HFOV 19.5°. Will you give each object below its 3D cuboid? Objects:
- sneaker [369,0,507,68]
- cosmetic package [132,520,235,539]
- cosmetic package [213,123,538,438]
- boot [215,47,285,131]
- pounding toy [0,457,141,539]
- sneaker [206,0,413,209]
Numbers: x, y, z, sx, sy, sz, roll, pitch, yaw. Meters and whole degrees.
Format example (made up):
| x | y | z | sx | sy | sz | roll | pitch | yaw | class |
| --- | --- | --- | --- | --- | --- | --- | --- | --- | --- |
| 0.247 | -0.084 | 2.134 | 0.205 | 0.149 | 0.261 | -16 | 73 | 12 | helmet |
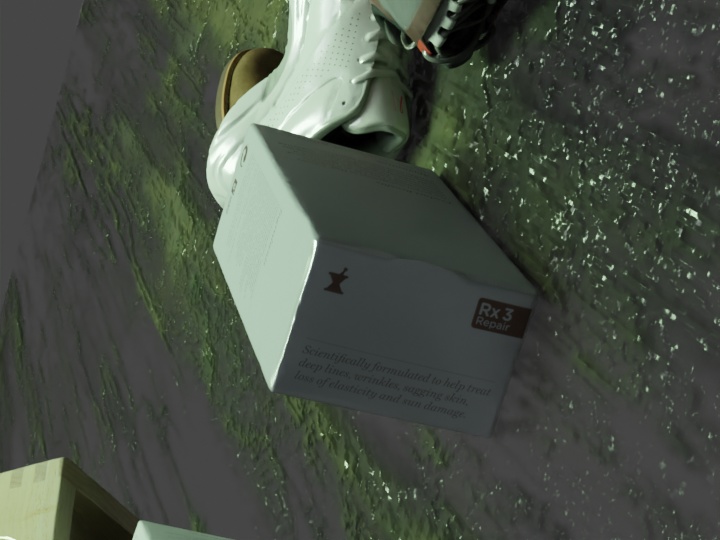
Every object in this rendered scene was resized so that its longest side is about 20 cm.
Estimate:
| x | y | z | sx | sy | sz | roll | pitch | yaw | class |
| --- | --- | --- | --- | --- | --- | --- | --- | --- | --- |
| 0.050 | -0.137 | 0.974 | 0.200 | 0.077 | 0.082 | -161 | 58 | -76 | sneaker |
| -0.079 | 0.212 | 1.070 | 0.200 | 0.081 | 0.113 | -137 | 62 | -72 | cosmetic package |
| 0.000 | 0.000 | 0.934 | 0.200 | 0.102 | 0.074 | -116 | 42 | -69 | cosmetic package |
| -0.036 | -0.072 | 1.224 | 0.075 | 0.074 | 0.200 | -44 | 34 | 29 | boot |
| -0.207 | 0.204 | 1.230 | 0.142 | 0.200 | 0.184 | -16 | 49 | 22 | pounding toy |
| 0.003 | -0.105 | 1.103 | 0.099 | 0.078 | 0.200 | 29 | 97 | 46 | sneaker |
